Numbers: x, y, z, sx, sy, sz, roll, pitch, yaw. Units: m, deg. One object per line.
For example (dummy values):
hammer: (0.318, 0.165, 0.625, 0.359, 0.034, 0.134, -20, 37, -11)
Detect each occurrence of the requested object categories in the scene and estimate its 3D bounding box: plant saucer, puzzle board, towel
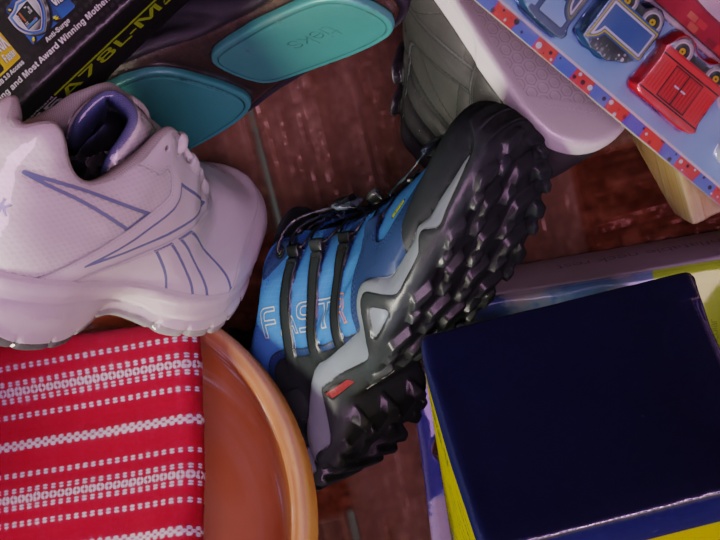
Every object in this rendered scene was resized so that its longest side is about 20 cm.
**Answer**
plant saucer: (-0.102, 0.111, 1.011, 0.199, 0.037, 0.202, -8, 73, 25)
puzzle board: (0.145, -0.109, 0.919, 0.200, 0.017, 0.151, 37, 93, -25)
towel: (-0.126, 0.122, 0.987, 0.144, 0.022, 0.201, -8, 72, 24)

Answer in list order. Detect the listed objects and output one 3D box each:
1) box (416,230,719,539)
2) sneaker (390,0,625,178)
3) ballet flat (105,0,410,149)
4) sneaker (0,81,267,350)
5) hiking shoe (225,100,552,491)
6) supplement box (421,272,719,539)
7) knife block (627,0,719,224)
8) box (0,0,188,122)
box: (0.120, 0.052, 1.060, 0.198, 0.048, 0.123, -9, 105, -3)
sneaker: (0.027, -0.113, 0.997, 0.070, 0.099, 0.201, -22, 75, -27)
ballet flat: (-0.054, -0.095, 0.977, 0.199, 0.073, 0.073, -23, 110, 42)
sneaker: (-0.085, -0.024, 0.941, 0.074, 0.200, 0.087, 33, 108, 19)
hiking shoe: (0.000, 0.000, 0.975, 0.087, 0.074, 0.200, 47, 132, 18)
supplement box: (0.095, 0.117, 0.971, 0.109, 0.109, 0.201, -13, 135, -3)
knife block: (0.110, -0.141, 0.931, 0.064, 0.176, 0.201, -23, 67, -9)
box: (-0.136, -0.161, 0.937, 0.200, 0.047, 0.193, -41, 76, 7)
